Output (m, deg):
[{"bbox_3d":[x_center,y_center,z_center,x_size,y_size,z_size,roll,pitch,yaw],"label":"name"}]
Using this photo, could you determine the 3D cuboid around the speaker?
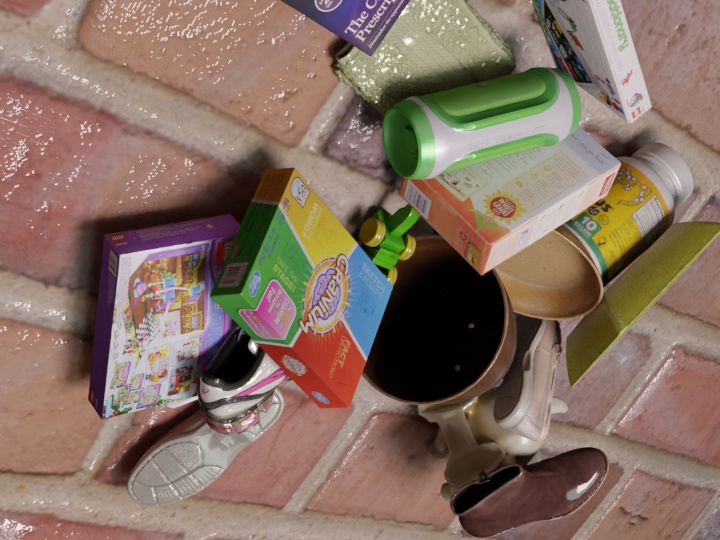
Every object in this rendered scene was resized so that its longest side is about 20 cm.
[{"bbox_3d":[0.124,-0.151,1.360,0.199,0.088,0.089,-17,133,-27],"label":"speaker"}]

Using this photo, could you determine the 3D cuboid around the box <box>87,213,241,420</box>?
[{"bbox_3d":[-0.192,0.046,1.320,0.136,0.039,0.201,-11,130,-33],"label":"box"}]

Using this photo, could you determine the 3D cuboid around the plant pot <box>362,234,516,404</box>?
[{"bbox_3d":[0.106,0.074,1.542,0.187,0.187,0.200,-48,155,5],"label":"plant pot"}]

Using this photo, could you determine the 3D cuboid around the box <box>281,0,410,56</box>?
[{"bbox_3d":[0.006,-0.313,1.189,0.141,0.079,0.200,23,107,-45],"label":"box"}]

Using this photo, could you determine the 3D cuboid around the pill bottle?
[{"bbox_3d":[0.303,-0.065,1.605,0.200,0.113,0.113,-38,140,-21],"label":"pill bottle"}]

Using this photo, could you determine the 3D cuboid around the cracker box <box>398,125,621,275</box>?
[{"bbox_3d":[0.159,-0.098,1.424,0.199,0.134,0.058,-31,153,-28],"label":"cracker box"}]

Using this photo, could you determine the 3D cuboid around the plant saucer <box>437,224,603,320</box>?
[{"bbox_3d":[0.186,-0.017,1.525,0.036,0.199,0.201,-62,147,-28],"label":"plant saucer"}]

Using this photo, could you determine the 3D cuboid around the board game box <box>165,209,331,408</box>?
[{"bbox_3d":[-0.124,0.035,1.416,0.199,0.026,0.201,-20,134,-25],"label":"board game box"}]

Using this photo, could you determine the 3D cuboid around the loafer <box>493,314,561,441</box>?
[{"bbox_3d":[0.213,0.121,1.646,0.063,0.201,0.072,36,138,-18],"label":"loafer"}]

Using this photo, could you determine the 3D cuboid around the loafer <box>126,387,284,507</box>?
[{"bbox_3d":[-0.170,0.186,1.481,0.200,0.063,0.072,-36,107,0],"label":"loafer"}]

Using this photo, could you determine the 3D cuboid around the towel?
[{"bbox_3d":[0.069,-0.211,1.357,0.148,0.037,0.200,-48,140,6],"label":"towel"}]

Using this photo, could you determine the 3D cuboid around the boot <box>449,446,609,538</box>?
[{"bbox_3d":[0.207,0.261,1.614,0.199,0.073,0.166,-29,156,2],"label":"boot"}]

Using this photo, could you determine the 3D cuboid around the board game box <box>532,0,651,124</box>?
[{"bbox_3d":[0.230,-0.252,1.384,0.035,0.126,0.200,-39,140,-5],"label":"board game box"}]

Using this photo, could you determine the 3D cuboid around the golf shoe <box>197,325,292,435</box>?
[{"bbox_3d":[-0.087,0.076,1.370,0.200,0.072,0.092,-48,152,-28],"label":"golf shoe"}]

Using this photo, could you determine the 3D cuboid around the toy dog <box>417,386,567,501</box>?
[{"bbox_3d":[0.176,0.221,1.745,0.193,0.140,0.200,-31,151,-3],"label":"toy dog"}]

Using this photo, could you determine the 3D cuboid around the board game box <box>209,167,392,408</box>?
[{"bbox_3d":[-0.053,0.020,1.330,0.200,0.040,0.154,49,50,-40],"label":"board game box"}]

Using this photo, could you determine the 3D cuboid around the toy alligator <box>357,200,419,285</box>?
[{"bbox_3d":[0.000,0.000,1.464,0.059,0.054,0.201,21,108,-37],"label":"toy alligator"}]

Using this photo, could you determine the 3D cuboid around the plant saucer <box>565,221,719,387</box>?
[{"bbox_3d":[0.324,0.030,1.593,0.200,0.048,0.200,-42,169,-23],"label":"plant saucer"}]
